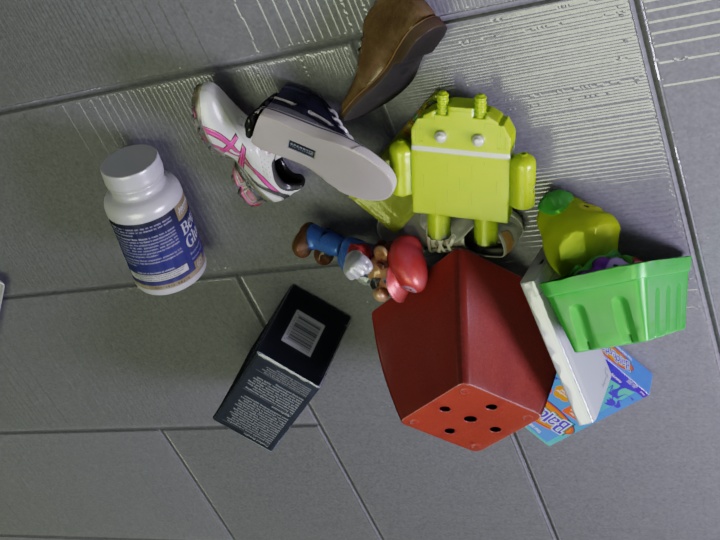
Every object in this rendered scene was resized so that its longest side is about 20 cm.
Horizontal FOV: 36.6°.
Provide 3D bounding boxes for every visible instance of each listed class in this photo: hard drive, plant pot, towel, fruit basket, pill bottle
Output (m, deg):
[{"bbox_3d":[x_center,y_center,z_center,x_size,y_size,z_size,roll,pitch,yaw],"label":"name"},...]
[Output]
[{"bbox_3d":[0.264,0.077,1.383,0.027,0.132,0.200,-16,106,28],"label":"hard drive"},{"bbox_3d":[0.145,0.122,1.444,0.200,0.176,0.200,24,139,-26],"label":"plant pot"},{"bbox_3d":[0.069,-0.132,1.370,0.086,0.018,0.200,41,127,-3],"label":"towel"},{"bbox_3d":[0.299,-0.010,1.317,0.155,0.216,0.216,-13,124,32],"label":"fruit basket"},{"bbox_3d":[-0.295,-0.073,1.535,0.111,0.111,0.200,3,132,20],"label":"pill bottle"}]

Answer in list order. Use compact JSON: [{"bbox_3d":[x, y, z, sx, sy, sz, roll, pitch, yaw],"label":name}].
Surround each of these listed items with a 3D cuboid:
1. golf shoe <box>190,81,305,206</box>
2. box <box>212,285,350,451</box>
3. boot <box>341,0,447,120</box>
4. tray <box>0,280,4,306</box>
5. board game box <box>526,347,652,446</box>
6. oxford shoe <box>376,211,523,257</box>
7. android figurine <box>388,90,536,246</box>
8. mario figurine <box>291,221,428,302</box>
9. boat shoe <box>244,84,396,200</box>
[{"bbox_3d":[-0.144,-0.171,1.414,0.092,0.073,0.200,-12,135,24],"label":"golf shoe"},{"bbox_3d":[-0.119,0.149,1.638,0.107,0.149,0.200,31,135,-5],"label":"box"},{"bbox_3d":[0.025,-0.252,1.283,0.076,0.074,0.200,56,140,11],"label":"boot"},{"bbox_3d":[-0.666,0.054,1.872,0.107,0.022,0.200,27,135,-3],"label":"tray"},{"bbox_3d":[0.286,0.157,1.547,0.152,0.045,0.200,38,134,-13],"label":"board game box"},{"bbox_3d":[0.111,-0.051,1.422,0.200,0.058,0.075,4,134,22],"label":"oxford shoe"},{"bbox_3d":[0.123,-0.124,1.317,0.182,0.041,0.200,10,125,16],"label":"android figurine"},{"bbox_3d":[0.000,0.000,1.441,0.200,0.123,0.106,17,125,38],"label":"mario figurine"},{"bbox_3d":[-0.036,-0.165,1.350,0.200,0.093,0.075,28,136,2],"label":"boat shoe"}]
